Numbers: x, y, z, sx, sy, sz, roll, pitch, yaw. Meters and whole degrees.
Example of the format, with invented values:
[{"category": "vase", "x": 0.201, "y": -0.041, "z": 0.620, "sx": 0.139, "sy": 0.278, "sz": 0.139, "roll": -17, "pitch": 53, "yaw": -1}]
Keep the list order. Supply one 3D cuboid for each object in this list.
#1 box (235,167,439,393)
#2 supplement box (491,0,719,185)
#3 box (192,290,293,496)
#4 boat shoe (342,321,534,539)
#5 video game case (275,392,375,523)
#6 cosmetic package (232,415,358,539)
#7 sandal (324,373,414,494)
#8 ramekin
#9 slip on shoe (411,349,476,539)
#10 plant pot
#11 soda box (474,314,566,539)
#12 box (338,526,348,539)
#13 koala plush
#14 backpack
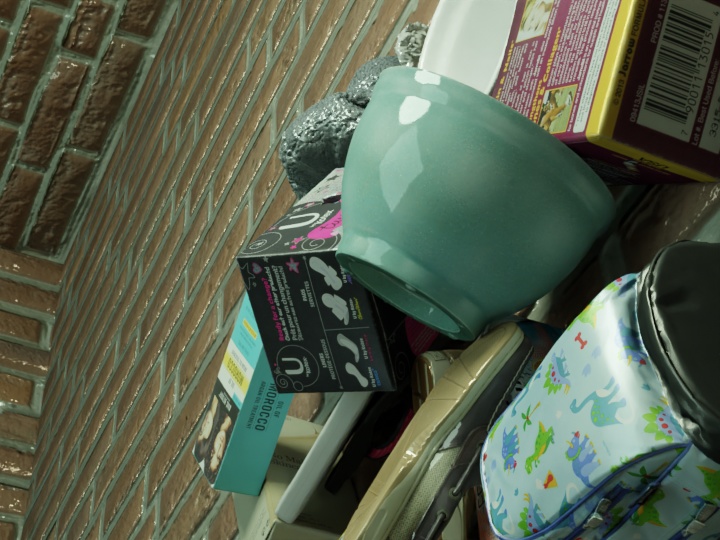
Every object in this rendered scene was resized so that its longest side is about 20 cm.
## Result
[{"category": "box", "x": 0.000, "y": 0.000, "z": 1.219, "sx": 0.200, "sy": 0.114, "sz": 0.132, "roll": -48, "pitch": -53, "yaw": -56}, {"category": "supplement box", "x": 0.180, "y": -0.134, "z": 1.038, "sx": 0.200, "sy": 0.103, "sz": 0.131, "roll": -172, "pitch": 98, "yaw": -70}, {"category": "box", "x": -0.099, "y": 0.105, "z": 1.378, "sx": 0.082, "sy": 0.049, "sz": 0.201, "roll": 43, "pitch": 116, "yaw": 62}, {"category": "boat shoe", "x": 0.064, "y": 0.129, "z": 1.012, "sx": 0.200, "sy": 0.065, "sz": 0.072, "roll": -55, "pitch": 9, "yaw": -6}, {"category": "video game case", "x": 0.000, "y": 0.116, "z": 1.341, "sx": 0.200, "sy": 0.024, "sz": 0.182, "roll": -61, "pitch": -5, "yaw": 33}, {"category": "cosmetic package", "x": -0.065, "y": 0.226, "z": 1.432, "sx": 0.073, "sy": 0.103, "sz": 0.200, "roll": -65, "pitch": 22, "yaw": 21}, {"category": "sandal", "x": 0.024, "y": 0.143, "z": 1.334, "sx": 0.075, "sy": 0.045, "sz": 0.200, "roll": -54, "pitch": -6, "yaw": -48}, {"category": "ramekin", "x": 0.128, "y": -0.179, "z": 1.232, "sx": 0.200, "sy": 0.097, "sz": 0.201, "roll": -163, "pitch": 90, "yaw": -72}, {"category": "slip on shoe", "x": 0.077, "y": 0.162, "z": 1.154, "sx": 0.076, "sy": 0.060, "sz": 0.201, "roll": 180, "pitch": 87, "yaw": -70}, {"category": "plant pot", "x": 0.065, "y": -0.034, "z": 1.052, "sx": 0.134, "sy": 0.200, "sz": 0.200, "roll": -58, "pitch": 17, "yaw": -9}, {"category": "soda box", "x": 0.121, "y": 0.128, "z": 1.047, "sx": 0.200, "sy": 0.063, "sz": 0.068, "roll": -94, "pitch": 27, "yaw": -45}, {"category": "box", "x": -0.017, "y": 0.306, "z": 1.276, "sx": 0.064, "sy": 0.070, "sz": 0.200, "roll": -94, "pitch": 28, "yaw": -45}, {"category": "koala plush", "x": 0.024, "y": -0.140, "z": 1.418, "sx": 0.177, "sy": 0.183, "sz": 0.200, "roll": -54, "pitch": 15, "yaw": 44}, {"category": "backpack", "x": 0.161, "y": 0.102, "z": 0.867, "sx": 0.200, "sy": 0.153, "sz": 0.163, "roll": 108, "pitch": 159, "yaw": -47}]
